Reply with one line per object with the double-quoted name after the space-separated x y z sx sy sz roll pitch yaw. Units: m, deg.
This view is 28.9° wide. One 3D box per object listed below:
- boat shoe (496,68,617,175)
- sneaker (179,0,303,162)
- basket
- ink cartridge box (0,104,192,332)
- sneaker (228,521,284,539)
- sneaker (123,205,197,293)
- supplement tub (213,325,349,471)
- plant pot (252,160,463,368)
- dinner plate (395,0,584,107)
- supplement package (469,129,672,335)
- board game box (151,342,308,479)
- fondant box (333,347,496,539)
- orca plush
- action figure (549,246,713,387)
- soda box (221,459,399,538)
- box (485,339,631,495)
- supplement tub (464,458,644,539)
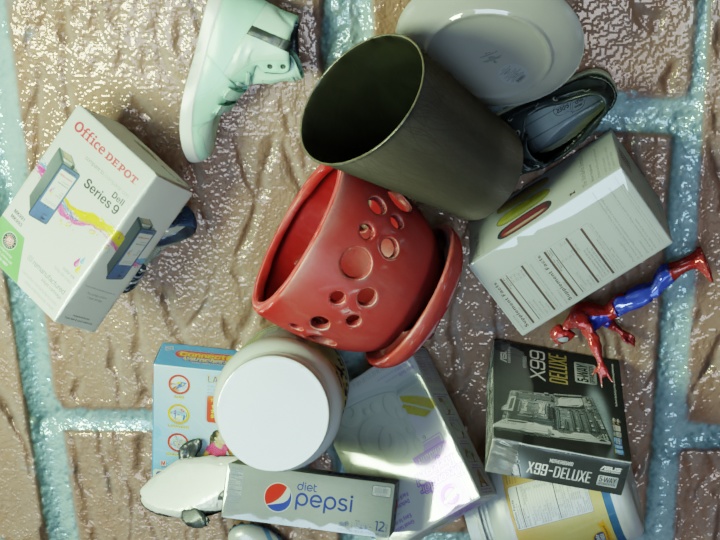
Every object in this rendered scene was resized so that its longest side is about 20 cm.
0.194 -0.146 1.535 0.197 0.066 0.075 -27 112 17 "boat shoe"
-0.127 -0.199 1.533 0.117 0.074 0.203 18 113 4 "sneaker"
0.066 -0.139 1.468 0.179 0.138 0.199 -16 150 42 "basket"
-0.304 -0.058 1.554 0.145 0.087 0.201 40 96 25 "ink cartridge box"
-0.110 0.414 1.828 0.071 0.073 0.202 -24 110 18 "sneaker"
-0.271 -0.023 1.642 0.197 0.077 0.086 -14 121 21 "sneaker"
-0.088 0.142 1.569 0.142 0.200 0.148 0 95 3 "supplement tub"
0.000 0.000 1.553 0.181 0.201 0.201 32 115 -16 "plant pot"
0.133 -0.229 1.450 0.197 0.025 0.201 5 148 3 "dinner plate"
0.229 -0.042 1.555 0.199 0.114 0.110 -34 110 18 "supplement package"
-0.158 0.199 1.738 0.197 0.056 0.199 6 115 2 "board game box"
0.052 0.212 1.666 0.143 0.058 0.202 -33 72 19 "fondant box"
-0.169 0.253 1.715 0.199 0.071 0.106 -34 64 9 "orca plush"
0.319 0.059 1.617 0.198 0.065 0.100 -23 95 16 "action figure"
-0.056 0.262 1.611 0.197 0.068 0.065 6 87 7 "soda box"
0.223 0.165 1.607 0.155 0.201 0.050 10 121 1 "box"
0.230 0.273 1.688 0.197 0.145 0.146 -17 113 13 "supplement tub"
